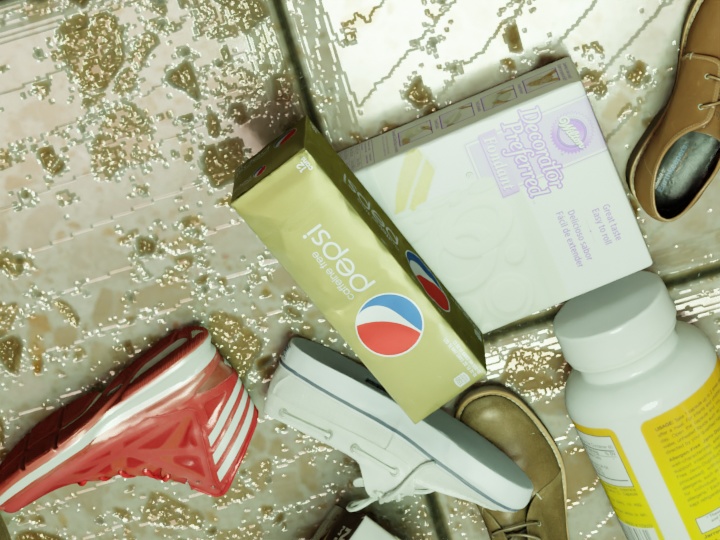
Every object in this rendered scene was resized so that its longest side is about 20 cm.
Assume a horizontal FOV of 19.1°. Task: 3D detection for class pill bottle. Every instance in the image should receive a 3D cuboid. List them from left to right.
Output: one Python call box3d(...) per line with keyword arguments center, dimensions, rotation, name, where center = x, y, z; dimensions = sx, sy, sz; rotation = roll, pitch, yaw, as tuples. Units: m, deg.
box3d(center=(0.210, 0.107, 1.502), dimensions=(0.112, 0.113, 0.201), rotation=(-24, 111, 8), name="pill bottle")

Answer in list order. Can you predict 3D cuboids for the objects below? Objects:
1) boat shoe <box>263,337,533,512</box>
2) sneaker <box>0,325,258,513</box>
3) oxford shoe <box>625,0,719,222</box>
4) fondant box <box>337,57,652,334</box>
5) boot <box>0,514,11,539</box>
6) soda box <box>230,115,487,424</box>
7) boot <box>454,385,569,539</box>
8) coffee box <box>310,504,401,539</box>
box3d(center=(0.019, 0.132, 1.500), dimensions=(0.201, 0.075, 0.086), rotation=(29, 101, 7), name="boat shoe")
box3d(center=(-0.160, 0.139, 1.521), dimensions=(0.199, 0.078, 0.116), rotation=(-34, 108, 12), name="sneaker")
box3d(center=(0.242, -0.121, 1.436), dimensions=(0.071, 0.071, 0.201), rotation=(18, 108, -7), name="oxford shoe")
box3d(center=(0.081, -0.038, 1.469), dimensions=(0.199, 0.058, 0.145), rotation=(-23, 111, 6), name="fondant box")
box3d(center=(-0.361, 0.185, 1.529), dimensions=(0.200, 0.077, 0.155), rotation=(41, 103, -13), name="boot")
box3d(center=(0.000, 0.000, 1.414), dimensions=(0.064, 0.068, 0.200), rotation=(-36, 108, 13), name="soda box")
box3d(center=(0.118, 0.180, 1.549), dimensions=(0.073, 0.076, 0.201), rotation=(-16, 109, 9), name="boot")
box3d(center=(-0.033, 0.272, 1.517), dimensions=(0.080, 0.113, 0.201), rotation=(36, 82, -8), name="coffee box")
